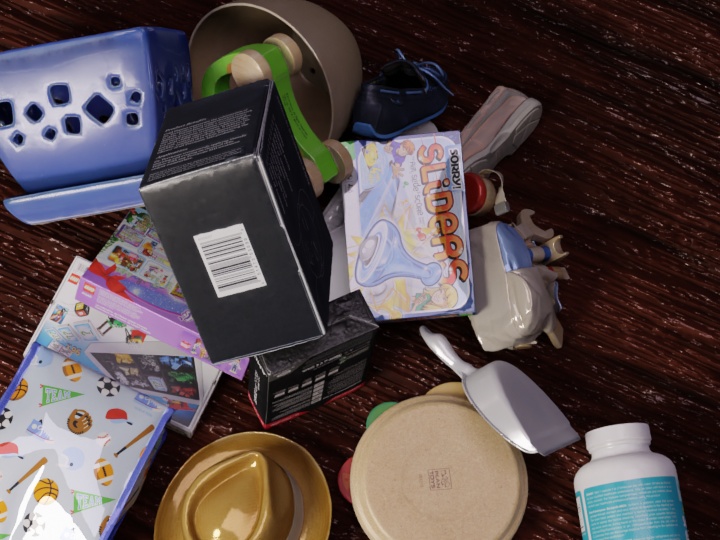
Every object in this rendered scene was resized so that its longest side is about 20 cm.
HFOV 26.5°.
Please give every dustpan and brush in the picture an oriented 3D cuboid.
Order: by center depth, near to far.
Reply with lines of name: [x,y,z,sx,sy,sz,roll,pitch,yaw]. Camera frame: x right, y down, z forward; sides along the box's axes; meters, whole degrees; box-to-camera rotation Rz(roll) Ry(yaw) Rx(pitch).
dustpan and brush: [0.139,0.126,1.653,0.057,0.140,0.200,-42,75,21]

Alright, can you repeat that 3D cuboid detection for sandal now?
sandal: [0.008,-0.101,1.732,0.203,0.082,0.050,-48,39,-14]

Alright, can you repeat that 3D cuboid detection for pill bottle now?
pill bottle: [0.289,0.266,1.622,0.111,0.111,0.200,-5,74,-8]

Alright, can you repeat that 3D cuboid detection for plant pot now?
plant pot: [-0.280,-0.151,1.615,0.200,0.200,0.180,-9,96,8]
plant pot: [-0.075,-0.222,1.705,0.200,0.200,0.134,45,45,8]

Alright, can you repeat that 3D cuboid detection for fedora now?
fedora: [-0.126,0.250,1.575,0.200,0.082,0.201,-3,63,5]

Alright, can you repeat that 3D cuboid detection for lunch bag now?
lunch bag: [-0.310,0.205,1.569,0.170,0.124,0.200,24,64,0]

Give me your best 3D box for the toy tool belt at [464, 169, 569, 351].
toy tool belt: [0.169,-0.009,1.705,0.123,0.125,0.200,3,69,-49]

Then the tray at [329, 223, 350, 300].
tray: [0.000,0.000,1.696,0.200,0.022,0.107,-27,89,-24]

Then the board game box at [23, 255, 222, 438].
board game box: [-0.246,0.082,1.658,0.200,0.035,0.126,25,71,2]

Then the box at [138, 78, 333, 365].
box: [-0.114,-0.050,1.490,0.124,0.197,0.200,-15,116,10]

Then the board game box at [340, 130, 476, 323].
board game box: [0.051,-0.046,1.661,0.135,0.034,0.200,-6,83,5]

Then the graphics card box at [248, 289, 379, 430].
graphics card box: [-0.052,0.096,1.589,0.125,0.200,0.051,-23,73,-12]

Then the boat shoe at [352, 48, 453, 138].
boat shoe: [0.055,-0.203,1.706,0.084,0.200,0.069,10,115,16]

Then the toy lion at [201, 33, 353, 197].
toy lion: [-0.112,-0.139,1.653,0.069,0.192,0.200,-37,108,-39]

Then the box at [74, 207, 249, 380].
box: [-0.187,0.021,1.651,0.200,0.039,0.137,26,43,2]

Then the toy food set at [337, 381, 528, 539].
toy food set: [0.080,0.227,1.643,0.198,0.049,0.200,-20,77,-12]

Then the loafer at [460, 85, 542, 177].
loafer: [0.126,-0.137,1.756,0.063,0.072,0.200,36,64,23]
